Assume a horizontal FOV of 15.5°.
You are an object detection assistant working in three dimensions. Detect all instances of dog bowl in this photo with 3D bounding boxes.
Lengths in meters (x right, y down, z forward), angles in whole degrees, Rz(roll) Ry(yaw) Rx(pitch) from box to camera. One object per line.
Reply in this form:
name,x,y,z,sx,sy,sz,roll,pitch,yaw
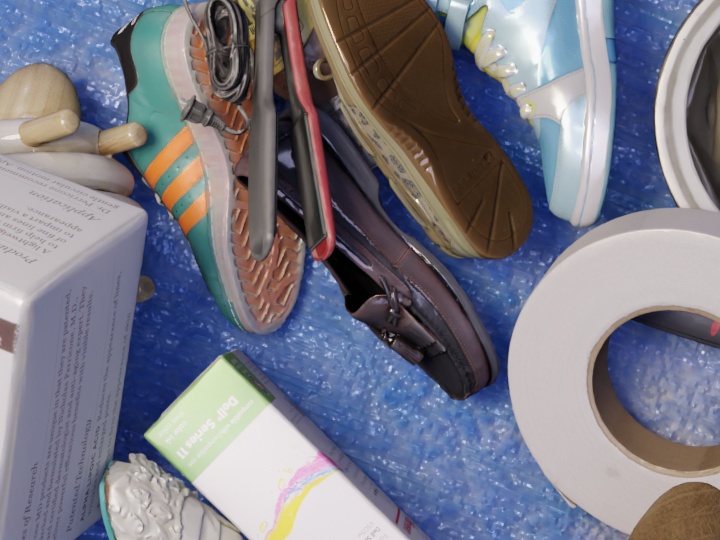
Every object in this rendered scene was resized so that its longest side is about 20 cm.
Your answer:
dog bowl,0.267,-0.086,1.518,0.200,0.074,0.200,0,91,4

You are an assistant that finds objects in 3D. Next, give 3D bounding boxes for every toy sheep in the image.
toy sheep,-0.183,-0.020,1.512,0.138,0.138,0.200,-1,79,3

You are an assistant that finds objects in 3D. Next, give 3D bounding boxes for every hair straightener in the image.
hair straightener,-0.062,-0.102,1.462,0.077,0.041,0.200,-3,81,-18

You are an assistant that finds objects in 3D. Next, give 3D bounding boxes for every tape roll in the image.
tape roll,0.183,0.063,1.501,0.203,0.037,0.203,8,116,18

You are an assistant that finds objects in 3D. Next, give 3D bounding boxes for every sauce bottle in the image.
sauce bottle,-0.041,-0.147,1.533,0.065,0.065,0.200,-31,95,3

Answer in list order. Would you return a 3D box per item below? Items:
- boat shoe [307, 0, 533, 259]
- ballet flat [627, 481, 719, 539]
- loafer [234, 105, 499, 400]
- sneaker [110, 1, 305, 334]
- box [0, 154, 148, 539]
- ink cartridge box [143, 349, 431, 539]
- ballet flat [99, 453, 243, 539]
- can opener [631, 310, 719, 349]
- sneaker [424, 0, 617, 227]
boat shoe,0.022,-0.089,1.501,0.073,0.063,0.200,-36,104,-30
ballet flat,0.140,0.200,1.339,0.068,0.072,0.200,29,87,6
loafer,0.000,0.000,1.520,0.063,0.072,0.200,-40,100,-28
sneaker,-0.091,-0.059,1.544,0.080,0.071,0.200,0,109,42
box,-0.238,0.042,1.417,0.199,0.131,0.200,21,119,19
ink cartridge box,-0.027,0.138,1.515,0.200,0.117,0.067,44,91,2
ballet flat,-0.090,0.173,1.502,0.072,0.072,0.200,-15,134,3
can opener,0.208,0.031,1.528,0.200,0.063,0.079,22,93,2
sneaker,0.082,-0.123,1.525,0.131,0.080,0.200,-1,82,1
